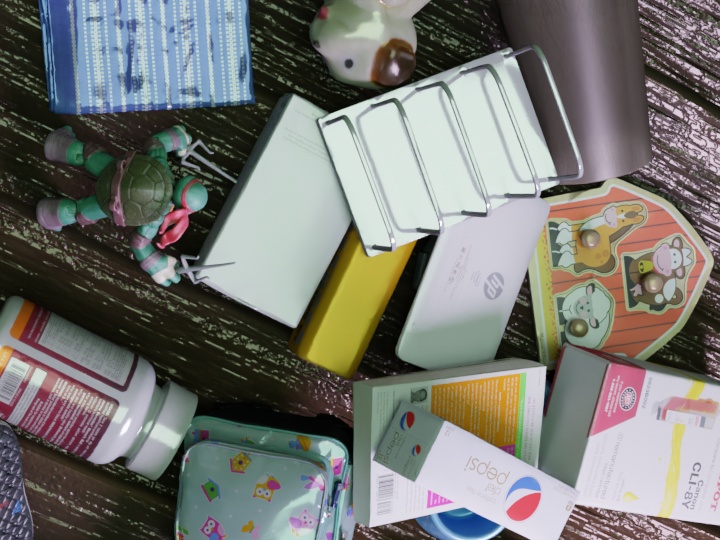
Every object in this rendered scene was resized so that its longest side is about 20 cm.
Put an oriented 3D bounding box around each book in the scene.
[{"bbox_3d":[0.084,0.161,1.481,0.200,0.048,0.134,-5,100,-35],"label":"book"}]

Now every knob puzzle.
[{"bbox_3d":[0.271,0.003,1.603,0.219,0.030,0.220,-1,94,-12],"label":"knob puzzle"}]

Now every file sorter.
[{"bbox_3d":[0.085,-0.110,1.424,0.200,0.125,0.139,-21,96,-10],"label":"file sorter"}]

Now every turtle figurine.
[{"bbox_3d":[-0.200,-0.072,1.435,0.200,0.101,0.150,10,76,22],"label":"turtle figurine"}]

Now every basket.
[{"bbox_3d":[0.212,-0.195,1.516,0.136,0.180,0.200,-13,108,-2],"label":"basket"}]

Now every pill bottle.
[{"bbox_3d":[-0.261,0.113,1.462,0.200,0.110,0.110,28,89,-12],"label":"pill bottle"}]

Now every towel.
[{"bbox_3d":[-0.203,-0.225,1.490,0.200,0.024,0.145,-4,96,-11],"label":"towel"}]

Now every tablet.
[{"bbox_3d":[0.113,0.008,1.530,0.130,0.014,0.200,23,88,-41],"label":"tablet"}]

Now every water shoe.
[{"bbox_3d":[-0.360,0.221,1.479,0.071,0.079,0.200,-23,124,-50],"label":"water shoe"}]

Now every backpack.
[{"bbox_3d":[-0.092,0.240,1.480,0.176,0.153,0.200,8,100,10],"label":"backpack"}]

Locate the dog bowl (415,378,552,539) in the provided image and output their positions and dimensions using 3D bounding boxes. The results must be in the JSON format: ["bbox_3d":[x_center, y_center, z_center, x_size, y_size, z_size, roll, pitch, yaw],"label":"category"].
[{"bbox_3d":[0.132,0.188,1.579,0.111,0.050,0.200,35,86,-12],"label":"dog bowl"}]

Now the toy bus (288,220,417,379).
[{"bbox_3d":[0.000,0.000,1.522,0.065,0.078,0.200,25,89,-13],"label":"toy bus"}]

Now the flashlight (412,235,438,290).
[{"bbox_3d":[0.096,-0.076,1.546,0.068,0.068,0.200,6,99,-43],"label":"flashlight"}]

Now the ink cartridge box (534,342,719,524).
[{"bbox_3d":[0.283,0.166,1.563,0.200,0.083,0.145,13,93,-30],"label":"ink cartridge box"}]

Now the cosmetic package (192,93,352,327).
[{"bbox_3d":[-0.070,-0.057,1.503,0.113,0.081,0.200,30,89,-12],"label":"cosmetic package"}]

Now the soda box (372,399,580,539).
[{"bbox_3d":[0.109,0.190,1.440,0.200,0.068,0.064,30,84,-37],"label":"soda box"}]

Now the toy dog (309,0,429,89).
[{"bbox_3d":[0.018,-0.272,1.490,0.194,0.139,0.200,23,88,-49],"label":"toy dog"}]
